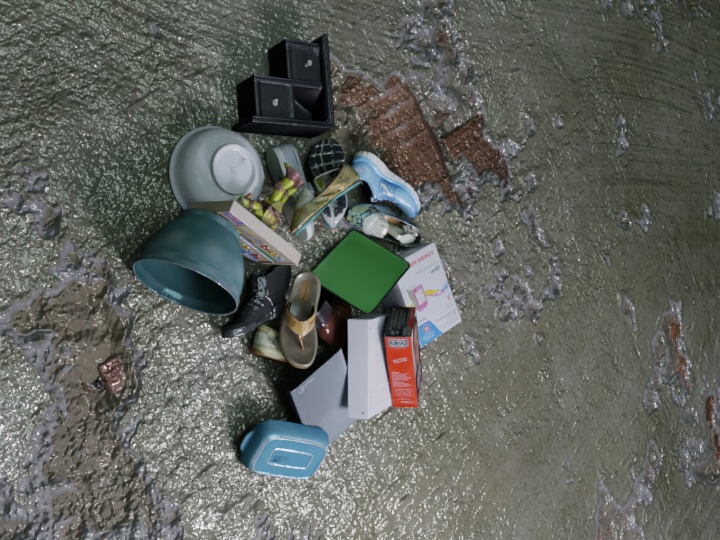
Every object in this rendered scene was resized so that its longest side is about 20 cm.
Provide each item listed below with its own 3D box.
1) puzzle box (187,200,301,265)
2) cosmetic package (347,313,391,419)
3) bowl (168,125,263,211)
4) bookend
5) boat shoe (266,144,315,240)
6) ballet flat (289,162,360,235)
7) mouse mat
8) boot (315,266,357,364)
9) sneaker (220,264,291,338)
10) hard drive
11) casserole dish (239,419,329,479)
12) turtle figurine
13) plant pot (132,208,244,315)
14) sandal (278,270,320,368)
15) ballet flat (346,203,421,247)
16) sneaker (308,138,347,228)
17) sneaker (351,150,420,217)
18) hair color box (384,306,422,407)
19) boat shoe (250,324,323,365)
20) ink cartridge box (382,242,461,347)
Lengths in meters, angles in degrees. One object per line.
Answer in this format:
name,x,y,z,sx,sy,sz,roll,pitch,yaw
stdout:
puzzle box,-0.219,-0.069,1.520,0.200,0.132,0.026,40,62,-42
cosmetic package,0.020,0.196,1.682,0.150,0.051,0.204,-4,94,-72
bowl,-0.262,-0.189,1.552,0.199,0.090,0.205,3,85,-36
bookend,-0.162,-0.386,1.642,0.196,0.092,0.204,-1,86,-36
boat shoe,-0.128,-0.166,1.661,0.071,0.070,0.204,-25,99,-33
ballet flat,-0.084,-0.149,1.607,0.200,0.070,0.071,-42,109,-25
mouse mat,0.000,0.000,1.697,0.160,0.008,0.200,31,46,12
boot,-0.015,0.112,1.725,0.201,0.068,0.189,56,44,-26
sneaker,-0.208,0.053,1.591,0.198,0.059,0.106,-26,104,-41
hard drive,-0.074,0.264,1.629,0.139,0.033,0.202,-39,133,-27
casserole dish,-0.144,0.362,1.584,0.198,0.039,0.122,19,109,-34
turtle figurine,-0.176,-0.129,1.551,0.162,0.064,0.200,-52,156,-5
plant pot,-0.294,-0.026,1.453,0.199,0.199,0.136,33,62,-29
sandal,-0.116,0.091,1.583,0.079,0.054,0.203,10,69,-7
ballet flat,0.060,-0.097,1.788,0.198,0.074,0.076,12,79,-34
sneaker,-0.071,-0.186,1.708,0.076,0.080,0.203,-1,68,-5
sneaker,0.048,-0.177,1.802,0.199,0.078,0.091,37,76,-19
hair color box,0.095,0.188,1.726,0.102,0.060,0.202,-75,161,-52
boat shoe,-0.127,0.163,1.629,0.198,0.073,0.064,20,76,-34
ink cartridge box,0.127,0.054,1.822,0.143,0.084,0.203,-28,101,-34
